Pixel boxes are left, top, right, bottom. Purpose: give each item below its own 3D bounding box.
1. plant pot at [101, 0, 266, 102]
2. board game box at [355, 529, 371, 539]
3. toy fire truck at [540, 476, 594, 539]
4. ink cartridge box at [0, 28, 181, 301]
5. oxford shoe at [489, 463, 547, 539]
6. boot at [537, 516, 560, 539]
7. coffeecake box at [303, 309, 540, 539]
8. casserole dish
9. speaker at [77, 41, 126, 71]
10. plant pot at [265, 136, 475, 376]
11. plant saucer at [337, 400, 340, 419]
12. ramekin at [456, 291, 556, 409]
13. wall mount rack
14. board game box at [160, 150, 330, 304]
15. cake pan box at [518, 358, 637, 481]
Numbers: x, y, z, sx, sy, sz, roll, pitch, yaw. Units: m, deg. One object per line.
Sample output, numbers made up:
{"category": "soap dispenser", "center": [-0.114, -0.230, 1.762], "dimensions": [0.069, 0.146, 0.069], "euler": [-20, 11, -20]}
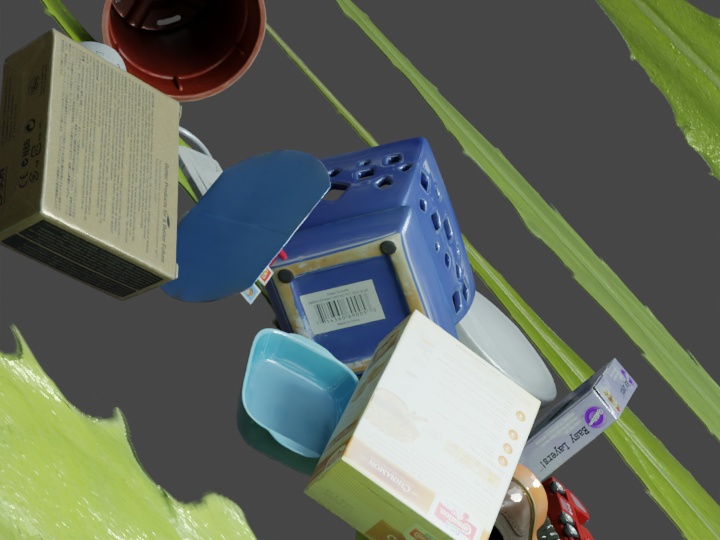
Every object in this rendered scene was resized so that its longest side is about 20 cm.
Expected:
{"category": "plant pot", "center": [-0.238, -0.338, 2.019], "dimensions": [0.201, 0.201, 0.195], "euler": [36, 10, -29]}
{"category": "board game box", "center": [0.053, 0.188, 1.530], "dimensions": [0.102, 0.048, 0.200], "euler": [20, 49, -21]}
{"category": "toy fire truck", "center": [0.266, 0.338, 1.862], "dimensions": [0.141, 0.049, 0.200], "euler": [40, 16, -20]}
{"category": "ink cartridge box", "center": [-0.247, -0.094, 1.468], "dimensions": [0.165, 0.075, 0.200], "euler": [31, 46, -43]}
{"category": "oxford shoe", "center": [0.134, 0.274, 1.569], "dimensions": [0.071, 0.073, 0.200], "euler": [33, -37, 37]}
{"category": "boot", "center": [0.146, 0.253, 1.736], "dimensions": [0.200, 0.073, 0.182], "euler": [-153, -130, -69]}
{"category": "coffeecake box", "center": [0.060, 0.160, 1.469], "dimensions": [0.153, 0.073, 0.200], "euler": [37, 45, -8]}
{"category": "casserole dish", "center": [-0.062, 0.128, 1.529], "dimensions": [0.121, 0.039, 0.200], "euler": [29, 26, -11]}
{"category": "speaker", "center": [-0.283, -0.166, 1.661], "dimensions": [0.081, 0.081, 0.200], "euler": [38, 18, -23]}
{"category": "plant pot", "center": [0.000, 0.000, 1.679], "dimensions": [0.180, 0.200, 0.200], "euler": [-79, 153, -62]}
{"category": "plant saucer", "center": [0.038, 0.208, 1.632], "dimensions": [0.201, 0.039, 0.201], "euler": [42, 17, -16]}
{"category": "ramekin", "center": [0.143, 0.115, 2.010], "dimensions": [0.202, 0.094, 0.202], "euler": [42, 17, -16]}
{"category": "wall mount rack", "center": [-0.161, -0.063, 1.742], "dimensions": [0.174, 0.075, 0.200], "euler": [22, 29, -47]}
{"category": "board game box", "center": [-0.112, -0.035, 1.594], "dimensions": [0.158, 0.200, 0.039], "euler": [14, -32, 45]}
{"category": "cake pan box", "center": [0.234, 0.190, 1.896], "dimensions": [0.052, 0.184, 0.200], "euler": [51, 16, 4]}
